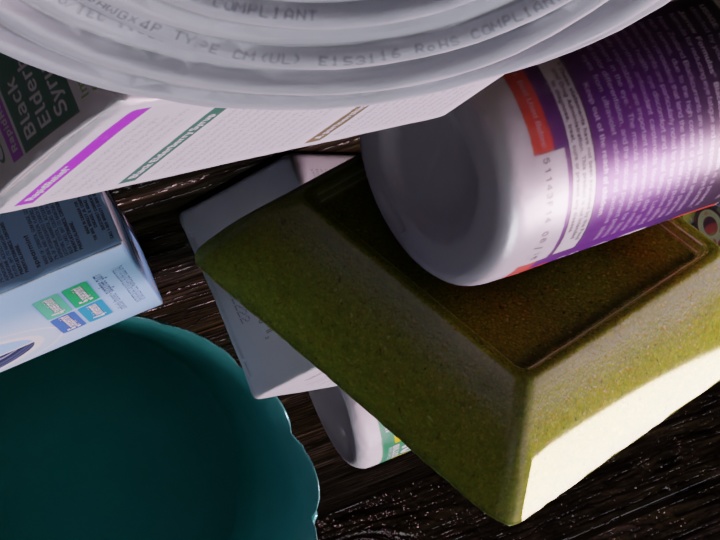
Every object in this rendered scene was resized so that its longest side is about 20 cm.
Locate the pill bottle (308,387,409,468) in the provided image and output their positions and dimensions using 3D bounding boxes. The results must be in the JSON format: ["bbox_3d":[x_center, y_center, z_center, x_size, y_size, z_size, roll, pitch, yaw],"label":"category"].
[{"bbox_3d":[0.067,0.047,1.676,0.200,0.113,0.113,-21,171,-13],"label":"pill bottle"}]

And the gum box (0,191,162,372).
[{"bbox_3d":[-0.192,0.023,1.089,0.200,0.045,0.170,-22,171,-3],"label":"gum box"}]

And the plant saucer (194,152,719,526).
[{"bbox_3d":[0.064,-0.005,1.127,0.200,0.200,0.048,-30,148,-38],"label":"plant saucer"}]

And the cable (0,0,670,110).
[{"bbox_3d":[-0.009,-0.108,0.484,0.200,0.069,0.200,15,144,-25],"label":"cable"}]

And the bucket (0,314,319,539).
[{"bbox_3d":[-0.131,0.115,1.259,0.207,0.207,0.135,-22,-173,-13],"label":"bucket"}]

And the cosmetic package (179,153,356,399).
[{"bbox_3d":[0.000,0.000,1.269,0.071,0.101,0.200,-27,170,24],"label":"cosmetic package"}]

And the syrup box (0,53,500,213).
[{"bbox_3d":[-0.032,-0.083,0.765,0.200,0.079,0.081,-15,168,-44],"label":"syrup box"}]

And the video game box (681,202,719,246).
[{"bbox_3d":[0.221,-0.067,1.187,0.047,0.182,0.200,-12,165,-38],"label":"video game box"}]

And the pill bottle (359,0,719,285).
[{"bbox_3d":[0.109,-0.071,1.092,0.200,0.111,0.111,-18,170,-30],"label":"pill bottle"}]
